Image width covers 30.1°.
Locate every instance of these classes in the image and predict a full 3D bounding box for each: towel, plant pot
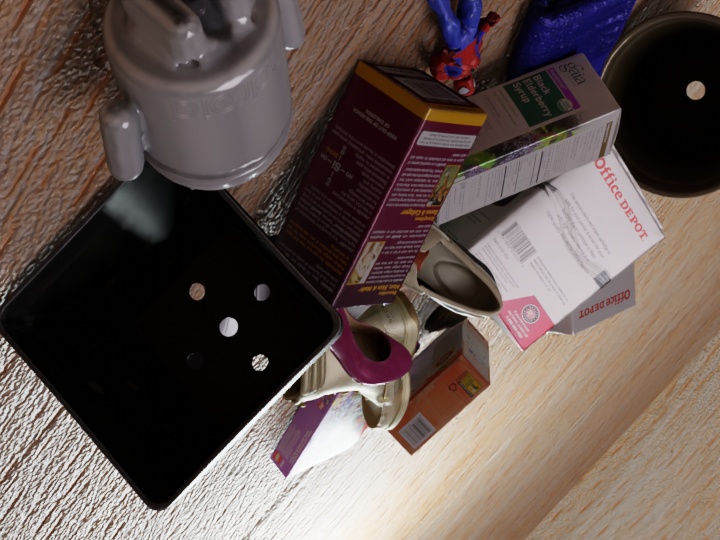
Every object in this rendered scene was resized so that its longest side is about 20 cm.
[{"bbox_3d":[0.207,-0.214,1.352,0.147,0.050,0.201,-34,157,-25],"label":"towel"},{"bbox_3d":[-0.129,0.041,1.066,0.200,0.200,0.177,-45,170,6],"label":"plant pot"},{"bbox_3d":[0.375,-0.198,1.527,0.201,0.200,0.173,-52,174,23],"label":"plant pot"}]

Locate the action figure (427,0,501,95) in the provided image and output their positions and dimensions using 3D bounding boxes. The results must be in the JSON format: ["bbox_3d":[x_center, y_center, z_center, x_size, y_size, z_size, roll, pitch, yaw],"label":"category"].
[{"bbox_3d":[0.087,-0.208,1.158,0.065,0.052,0.200,-42,161,-11],"label":"action figure"}]

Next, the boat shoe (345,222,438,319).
[{"bbox_3d":[-0.001,0.000,1.354,0.201,0.070,0.071,-46,162,14],"label":"boat shoe"}]

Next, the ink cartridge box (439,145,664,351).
[{"bbox_3d":[0.200,-0.039,1.421,0.199,0.084,0.145,-39,117,0],"label":"ink cartridge box"}]

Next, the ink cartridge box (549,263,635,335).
[{"bbox_3d":[0.248,-0.042,1.560,0.146,0.085,0.203,-20,108,-46],"label":"ink cartridge box"}]

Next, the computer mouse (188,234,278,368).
[{"bbox_3d":[-0.111,0.044,1.279,0.109,0.044,0.201,-20,149,-47],"label":"computer mouse"}]

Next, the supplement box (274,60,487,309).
[{"bbox_3d":[0.014,-0.073,1.180,0.110,0.085,0.202,-5,126,-57],"label":"supplement box"}]

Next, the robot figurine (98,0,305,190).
[{"bbox_3d":[-0.103,-0.128,0.875,0.169,0.113,0.201,-39,159,-15],"label":"robot figurine"}]

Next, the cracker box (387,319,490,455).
[{"bbox_3d":[0.098,0.141,1.692,0.134,0.058,0.200,-43,-174,12],"label":"cracker box"}]

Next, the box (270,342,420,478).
[{"bbox_3d":[-0.020,0.164,1.670,0.136,0.039,0.201,-18,147,-46],"label":"box"}]

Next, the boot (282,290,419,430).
[{"bbox_3d":[-0.019,0.122,1.499,0.154,0.073,0.201,-18,141,-24],"label":"boot"}]

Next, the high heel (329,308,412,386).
[{"bbox_3d":[0.001,0.054,1.322,0.199,0.068,0.096,21,123,-40],"label":"high heel"}]

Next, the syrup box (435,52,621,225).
[{"bbox_3d":[0.146,-0.128,1.297,0.198,0.079,0.082,-23,151,-12],"label":"syrup box"}]

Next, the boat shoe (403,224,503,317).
[{"bbox_3d":[0.056,-0.014,1.303,0.199,0.063,0.072,33,94,-25],"label":"boat shoe"}]

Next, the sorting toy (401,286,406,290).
[{"bbox_3d":[0.080,-0.040,1.470,0.184,0.037,0.201,-15,145,-51],"label":"sorting toy"}]

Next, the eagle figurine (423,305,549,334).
[{"bbox_3d":[0.183,0.007,1.663,0.197,0.151,0.154,4,92,-23],"label":"eagle figurine"}]
